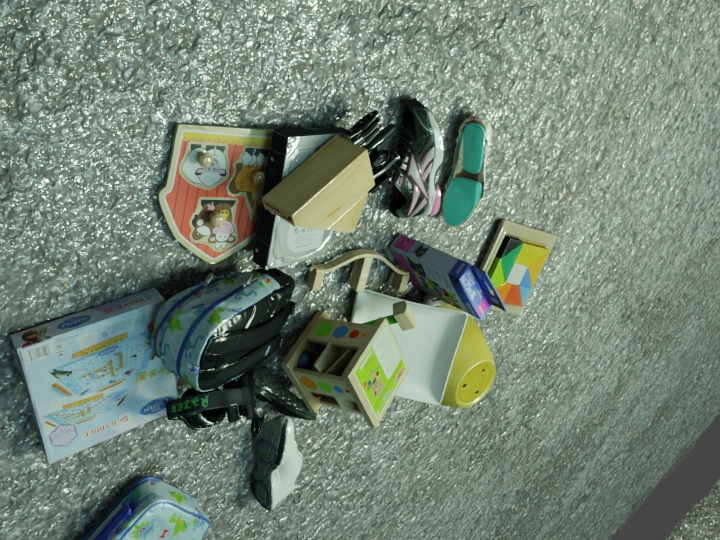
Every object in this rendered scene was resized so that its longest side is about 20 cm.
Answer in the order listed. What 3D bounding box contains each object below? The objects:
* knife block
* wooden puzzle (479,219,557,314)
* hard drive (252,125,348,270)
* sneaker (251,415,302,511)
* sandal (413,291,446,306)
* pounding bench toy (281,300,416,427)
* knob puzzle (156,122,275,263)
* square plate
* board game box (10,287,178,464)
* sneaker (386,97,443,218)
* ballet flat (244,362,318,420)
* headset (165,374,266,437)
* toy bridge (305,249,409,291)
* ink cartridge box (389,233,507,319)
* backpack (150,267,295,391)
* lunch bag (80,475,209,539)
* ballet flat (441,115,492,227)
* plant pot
[{"bbox_3d":[-0.029,-0.147,1.057,0.199,0.064,0.178,2,112,-54],"label":"knife block"},{"bbox_3d":[0.309,0.001,1.519,0.198,0.037,0.187,9,110,-43],"label":"wooden puzzle"},{"bbox_3d":[-0.083,-0.108,1.104,0.139,0.038,0.203,-15,125,-49],"label":"hard drive"},{"bbox_3d":[-0.143,0.331,1.340,0.087,0.074,0.202,-23,136,-42],"label":"sneaker"},{"bbox_3d":[0.159,0.038,1.402,0.198,0.075,0.046,-15,90,-29],"label":"sandal"},{"bbox_3d":[-0.012,0.131,1.259,0.201,0.154,0.125,-55,134,-34],"label":"pounding bench toy"},{"bbox_3d":[-0.186,-0.099,1.050,0.218,0.030,0.222,-21,128,-29],"label":"knob puzzle"},{"bbox_3d":[0.071,0.134,1.341,0.197,0.029,0.200,12,116,-2],"label":"square plate"},{"bbox_3d":[-0.360,0.145,1.050,0.198,0.041,0.202,-19,127,-31],"label":"board game box"},{"bbox_3d":[0.079,-0.166,1.198,0.085,0.080,0.202,-17,121,-18],"label":"sneaker"},{"bbox_3d":[-0.125,0.209,1.274,0.200,0.066,0.057,45,52,-50],"label":"ballet flat"},{"bbox_3d":[-0.204,0.211,1.124,0.122,0.095,0.200,-15,169,17],"label":"headset"},{"bbox_3d":[0.000,0.000,1.258,0.198,0.027,0.068,2,114,-35],"label":"toy bridge"},{"bbox_3d":[0.146,0.014,1.273,0.042,0.199,0.120,-51,136,-16],"label":"ink cartridge box"},{"bbox_3d":[-0.197,0.086,1.065,0.165,0.152,0.200,-67,174,29],"label":"backpack"},{"bbox_3d":[-0.354,0.433,1.207,0.200,0.082,0.161,-49,137,-4],"label":"lunch bag"},{"bbox_3d":[0.189,-0.171,1.295,0.064,0.075,0.202,-48,155,-57],"label":"ballet flat"},{"bbox_3d":[0.176,0.178,1.445,0.198,0.142,0.202,-21,127,-29],"label":"plant pot"}]
